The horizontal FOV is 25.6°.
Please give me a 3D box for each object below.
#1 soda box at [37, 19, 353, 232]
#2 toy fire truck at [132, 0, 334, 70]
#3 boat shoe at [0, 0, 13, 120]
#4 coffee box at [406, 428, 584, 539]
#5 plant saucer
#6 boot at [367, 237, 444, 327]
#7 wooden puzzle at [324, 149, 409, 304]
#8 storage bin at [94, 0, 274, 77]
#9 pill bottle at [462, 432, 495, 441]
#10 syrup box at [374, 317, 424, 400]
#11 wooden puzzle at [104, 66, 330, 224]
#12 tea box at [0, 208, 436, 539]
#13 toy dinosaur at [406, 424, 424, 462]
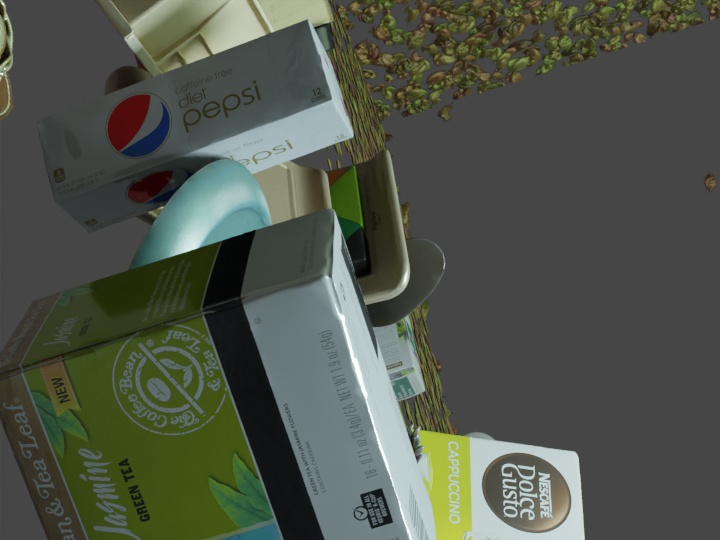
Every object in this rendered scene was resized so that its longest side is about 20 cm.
[{"bbox_3d":[-0.110,-0.095,1.063,0.068,0.198,0.064,55,16,-70],"label":"soda box"},{"bbox_3d":[-0.149,-0.232,1.453,0.199,0.175,0.130,-3,-72,53],"label":"toy fire truck"},{"bbox_3d":[-0.210,-0.107,0.799,0.200,0.073,0.077,13,61,-82],"label":"boat shoe"},{"bbox_3d":[0.077,0.279,1.369,0.201,0.195,0.201,106,-10,-48],"label":"coffee box"},{"bbox_3d":[-0.107,0.026,1.046,0.201,0.027,0.201,-58,160,-35],"label":"plant saucer"},{"bbox_3d":[0.000,0.000,1.400,0.065,0.185,0.200,56,17,-12],"label":"boot"},{"bbox_3d":[-0.062,-0.023,1.303,0.186,0.198,0.037,-98,168,-52],"label":"wooden puzzle"},{"bbox_3d":[-0.156,-0.221,1.168,0.201,0.093,0.199,52,-3,22],"label":"storage bin"},{"bbox_3d":[0.252,0.406,3.332,0.200,0.109,0.112,51,23,-73],"label":"pill bottle"},{"bbox_3d":[0.035,0.092,2.380,0.079,0.081,0.202,63,11,-54],"label":"syrup box"},{"bbox_3d":[-0.111,-0.059,1.219,0.199,0.037,0.186,26,31,-24],"label":"wooden puzzle"},{"bbox_3d":[-0.076,0.099,0.895,0.134,0.194,0.202,-88,159,-73],"label":"tea box"},{"bbox_3d":[-0.047,0.137,1.204,0.105,0.179,0.203,133,-41,-68],"label":"toy dinosaur"}]
